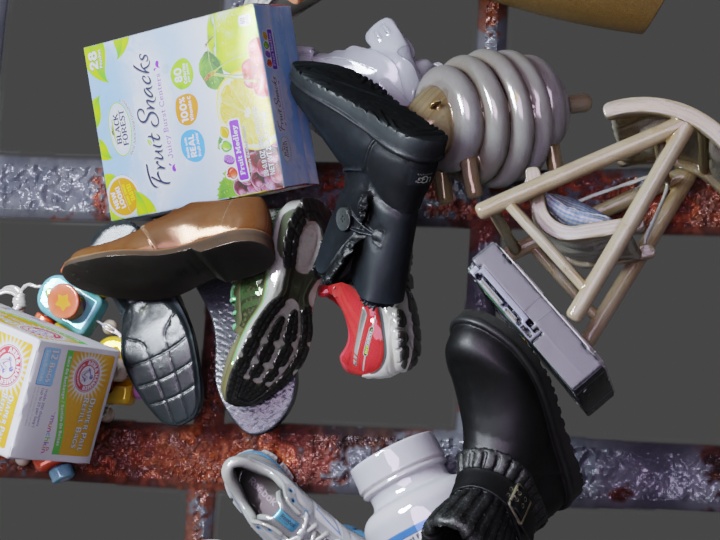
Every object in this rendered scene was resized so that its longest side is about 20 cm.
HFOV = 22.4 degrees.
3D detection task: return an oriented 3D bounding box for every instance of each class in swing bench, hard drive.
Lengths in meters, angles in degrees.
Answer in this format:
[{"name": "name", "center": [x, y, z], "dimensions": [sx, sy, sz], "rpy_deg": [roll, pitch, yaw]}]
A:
[{"name": "swing bench", "center": [0.224, -0.053, 1.558], "dimensions": [0.200, 0.199, 0.130], "rpy_deg": [-41, 75, 1]}, {"name": "hard drive", "center": [0.157, 0.053, 1.552], "dimensions": [0.038, 0.200, 0.140], "rpy_deg": [-41, 74, 2]}]

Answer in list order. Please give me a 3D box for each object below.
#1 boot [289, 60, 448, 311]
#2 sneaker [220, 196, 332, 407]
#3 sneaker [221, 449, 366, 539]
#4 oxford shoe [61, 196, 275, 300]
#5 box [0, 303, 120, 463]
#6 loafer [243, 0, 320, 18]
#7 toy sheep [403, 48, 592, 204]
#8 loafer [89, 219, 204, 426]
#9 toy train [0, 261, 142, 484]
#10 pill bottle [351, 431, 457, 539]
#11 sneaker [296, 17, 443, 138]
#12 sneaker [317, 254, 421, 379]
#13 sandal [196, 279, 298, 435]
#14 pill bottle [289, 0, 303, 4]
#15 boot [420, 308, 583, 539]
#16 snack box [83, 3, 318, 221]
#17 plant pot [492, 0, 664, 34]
[{"name": "boot", "center": [-0.014, -0.076, 1.590], "dimensions": [0.200, 0.076, 0.168], "rpy_deg": [38, 120, 41]}, {"name": "sneaker", "center": [-0.089, 0.028, 1.653], "dimensions": [0.089, 0.077, 0.200], "rpy_deg": [8, 74, 48]}, {"name": "sneaker", "center": [-0.054, 0.235, 1.621], "dimensions": [0.200, 0.087, 0.075], "rpy_deg": [38, 88, 14]}, {"name": "oxford shoe", "center": [-0.171, -0.022, 1.630], "dimensions": [0.200, 0.071, 0.071], "rpy_deg": [-10, 54, 12]}, {"name": "box", "center": [-0.331, 0.093, 1.649], "dimensions": [0.200, 0.101, 0.113], "rpy_deg": [18, 93, 37]}, {"name": "loafer", "center": [-0.025, -0.291, 1.716], "dimensions": [0.200, 0.070, 0.070], "rpy_deg": [-42, 67, 1]}, {"name": "toy sheep", "center": [0.122, -0.134, 1.631], "dimensions": [0.200, 0.138, 0.138], "rpy_deg": [-11, 75, -31]}, {"name": "loafer", "center": [-0.185, 0.049, 1.685], "dimensions": [0.073, 0.072, 0.200], "rpy_deg": [-21, 77, 13]}, {"name": "toy train", "center": [-0.283, 0.090, 1.707], "dimensions": [0.150, 0.056, 0.200], "rpy_deg": [-22, 77, 6]}, {"name": "pill bottle", "center": [0.072, 0.246, 1.581], "dimensions": [0.112, 0.112, 0.200], "rpy_deg": [-28, 75, 5]}, {"name": "sneaker", "center": [-0.020, -0.186, 1.698], "dimensions": [0.200, 0.075, 0.115], "rpy_deg": [31, 76, 23]}, {"name": "sneaker", "center": [0.000, 0.000, 1.660], "dimensions": [0.085, 0.077, 0.200], "rpy_deg": [-9, 76, 18]}, {"name": "sandal", "center": [-0.105, 0.059, 1.690], "dimensions": [0.076, 0.043, 0.200], "rpy_deg": [-17, 68, 1]}, {"name": "pill bottle", "center": [-0.003, -0.326, 1.637], "dimensions": [0.200, 0.106, 0.106], "rpy_deg": [-40, 75, -9]}, {"name": "boot", "center": [0.096, 0.155, 1.487], "dimensions": [0.158, 0.079, 0.211], "rpy_deg": [-39, 112, -35]}, {"name": "snack box", "center": [-0.148, -0.142, 1.668], "dimensions": [0.200, 0.068, 0.169], "rpy_deg": [-10, 90, 33]}, {"name": "plant pot", "center": [0.189, -0.299, 1.632], "dimensions": [0.200, 0.186, 0.186], "rpy_deg": [29, 87, 2]}]
